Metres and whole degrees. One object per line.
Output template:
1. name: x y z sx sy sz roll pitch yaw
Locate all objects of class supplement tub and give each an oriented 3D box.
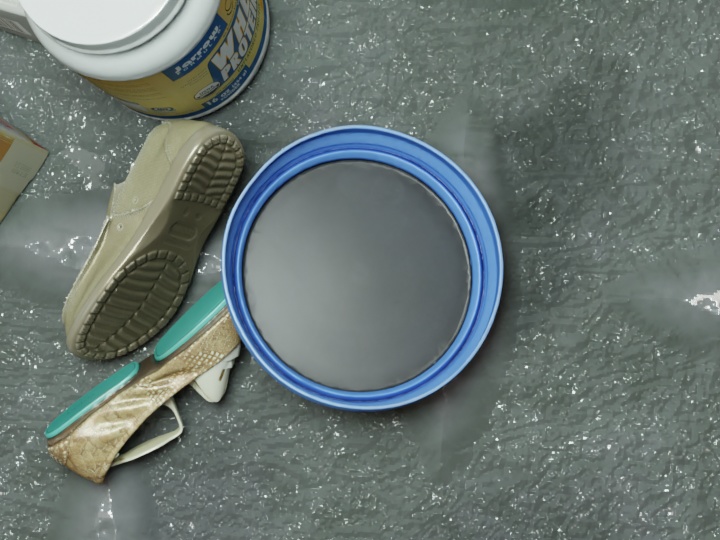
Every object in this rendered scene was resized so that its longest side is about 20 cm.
1. supplement tub: -0.153 -0.193 1.153 0.143 0.200 0.146 -1 83 10

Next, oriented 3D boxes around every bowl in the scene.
1. bowl: 0.000 0.000 1.156 0.198 0.039 0.203 2 78 -8

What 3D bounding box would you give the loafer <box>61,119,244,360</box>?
1. loafer: -0.157 -0.025 1.202 0.068 0.075 0.201 40 99 42

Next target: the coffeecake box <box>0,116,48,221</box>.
1. coffeecake box: -0.349 -0.127 1.206 0.199 0.153 0.073 36 91 12

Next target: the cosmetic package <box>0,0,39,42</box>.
1. cosmetic package: -0.242 -0.283 1.241 0.106 0.090 0.202 18 84 12

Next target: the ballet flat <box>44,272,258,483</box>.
1. ballet flat: -0.139 0.082 1.196 0.199 0.071 0.065 -39 104 7
